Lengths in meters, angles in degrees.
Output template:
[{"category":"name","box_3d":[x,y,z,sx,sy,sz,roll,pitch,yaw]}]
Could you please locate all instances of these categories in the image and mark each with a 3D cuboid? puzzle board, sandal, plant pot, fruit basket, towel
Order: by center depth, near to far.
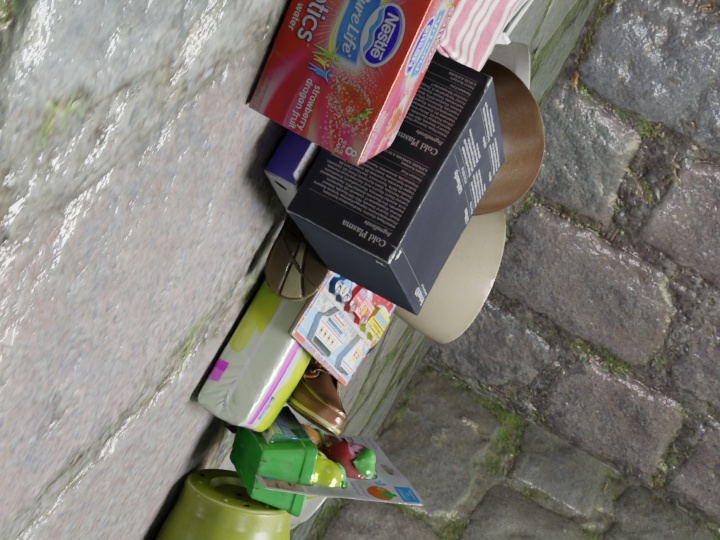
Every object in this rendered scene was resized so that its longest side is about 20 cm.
[{"category":"sandal","box_3d":[-0.031,-0.056,1.204,0.200,0.082,0.055,-61,-172,-10]},{"category":"towel","box_3d":[0.114,-0.289,1.216,0.146,0.030,0.200,-60,148,-8]},{"category":"puzzle board","box_3d":[-0.003,0.036,1.296,0.151,0.017,0.200,-59,156,-11]},{"category":"plant pot","box_3d":[0.078,-0.133,1.323,0.200,0.187,0.187,-25,145,-55]},{"category":"plant pot","box_3d":[-0.165,0.344,1.406,0.200,0.200,0.193,-19,125,-78]},{"category":"fruit basket","box_3d":[-0.044,0.219,1.409,0.185,0.200,0.094,-137,-126,-64]}]

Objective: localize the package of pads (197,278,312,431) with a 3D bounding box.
[{"category":"package of pads","box_3d":[-0.090,0.076,1.299,0.200,0.068,0.155,-60,171,-7]}]

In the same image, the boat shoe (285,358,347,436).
[{"category":"boat shoe","box_3d":[-0.060,0.131,1.413,0.068,0.072,0.200,-51,-155,-1]}]

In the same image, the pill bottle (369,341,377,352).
[{"category":"pill bottle","box_3d":[0.000,0.000,1.439,0.112,0.112,0.200,-50,167,-52]}]

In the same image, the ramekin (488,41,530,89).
[{"category":"ramekin","box_3d":[0.143,-0.190,1.503,0.200,0.105,0.200,-174,-90,-89]}]

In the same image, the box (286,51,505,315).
[{"category":"box","box_3d":[0.039,-0.080,1.079,0.182,0.104,0.200,-61,164,-9]}]

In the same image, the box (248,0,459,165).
[{"category":"box","box_3d":[0.009,-0.192,0.896,0.200,0.100,0.095,-64,171,23]}]

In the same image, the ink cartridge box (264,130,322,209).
[{"category":"ink cartridge box","box_3d":[-0.016,-0.150,1.081,0.198,0.043,0.200,-60,172,-9]}]

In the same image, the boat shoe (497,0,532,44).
[{"category":"boat shoe","box_3d":[0.171,-0.309,1.592,0.200,0.067,0.074,-62,171,5]}]

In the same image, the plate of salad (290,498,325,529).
[{"category":"plate of salad","box_3d":[-0.106,0.481,2.622,0.200,0.048,0.200,-48,163,-20]}]

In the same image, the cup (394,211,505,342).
[{"category":"cup","box_3d":[0.076,-0.022,1.564,0.200,0.143,0.200,-160,-90,-73]}]
